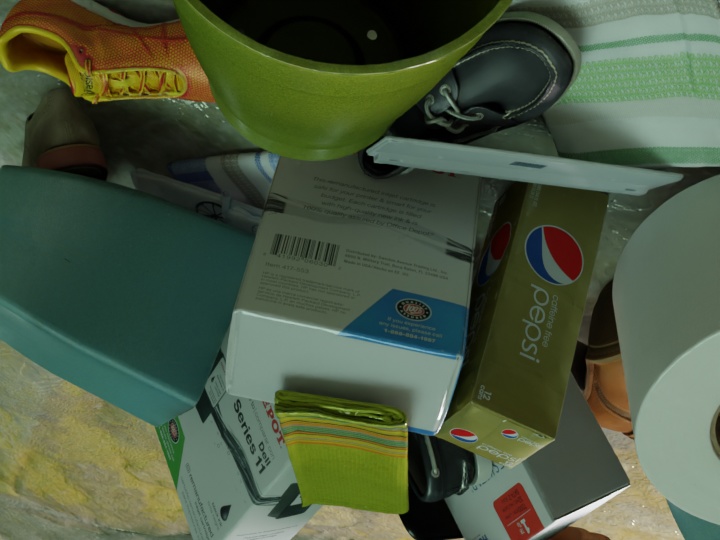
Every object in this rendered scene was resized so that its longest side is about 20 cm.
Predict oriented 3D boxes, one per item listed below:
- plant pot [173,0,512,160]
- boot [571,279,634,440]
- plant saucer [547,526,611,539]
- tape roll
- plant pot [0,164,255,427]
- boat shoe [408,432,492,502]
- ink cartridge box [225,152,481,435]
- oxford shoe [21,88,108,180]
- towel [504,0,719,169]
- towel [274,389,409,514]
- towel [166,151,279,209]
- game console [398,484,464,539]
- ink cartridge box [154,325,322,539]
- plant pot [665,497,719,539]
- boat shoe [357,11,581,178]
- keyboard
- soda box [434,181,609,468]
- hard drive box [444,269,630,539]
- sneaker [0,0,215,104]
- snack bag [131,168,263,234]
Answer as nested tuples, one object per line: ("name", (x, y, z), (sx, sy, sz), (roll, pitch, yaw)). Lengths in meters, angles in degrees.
("plant pot", (-0.021, -0.158, 0.733), (0.200, 0.201, 0.193), (22, 160, 0))
("boot", (0.237, 0.084, 1.022), (0.155, 0.077, 0.200), (27, 144, -13))
("plant saucer", (0.115, 0.256, 1.088), (0.200, 0.200, 0.032), (-19, 90, 46))
("tape roll", (0.269, 0.051, 0.834), (0.202, 0.139, 0.203), (2, 130, 2))
("plant pot", (-0.207, 0.010, 1.007), (0.199, 0.142, 0.141), (26, 159, -13))
("boat shoe", (0.031, 0.084, 1.012), (0.200, 0.060, 0.076), (59, 152, 24))
("ink cartridge box", (0.000, 0.000, 0.891), (0.146, 0.200, 0.086), (12, 131, 0))
("oxford shoe", (-0.247, -0.094, 1.077), (0.070, 0.075, 0.200), (-8, 172, -23))
("towel", (0.159, -0.133, 0.788), (0.149, 0.031, 0.200), (-1, 141, 32))
("towel", (-0.009, 0.132, 0.895), (0.086, 0.018, 0.200), (8, 153, 7))
("towel", (-0.046, -0.043, 1.054), (0.199, 0.024, 0.147), (-1, 141, 32))
("game console", (0.027, 0.171, 1.165), (0.175, 0.117, 0.200), (0, 173, 32))
("ink cartridge box", (-0.079, 0.125, 1.048), (0.083, 0.147, 0.200), (-3, 146, -36))
("plant pot", (0.308, 0.161, 0.974), (0.134, 0.201, 0.200), (26, 148, -5))
("boat shoe", (0.064, -0.103, 0.834), (0.073, 0.063, 0.200), (45, 151, -15))
("keyboard", (0.106, -0.068, 0.841), (0.199, 0.011, 0.056), (6, 169, -13))
("soda box", (0.111, 0.028, 0.894), (0.064, 0.201, 0.068), (24, 148, -10))
("hard drive box", (0.107, 0.117, 1.041), (0.200, 0.077, 0.156), (62, 153, 18))
("sneaker", (-0.162, -0.143, 0.925), (0.199, 0.077, 0.073), (12, 145, 12))
("snack bag", (-0.103, -0.001, 1.112), (0.199, 0.021, 0.189), (20, 147, 10))
